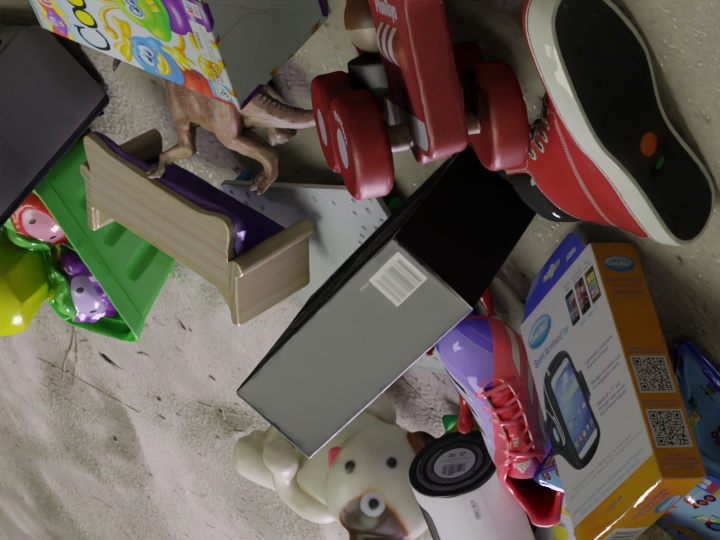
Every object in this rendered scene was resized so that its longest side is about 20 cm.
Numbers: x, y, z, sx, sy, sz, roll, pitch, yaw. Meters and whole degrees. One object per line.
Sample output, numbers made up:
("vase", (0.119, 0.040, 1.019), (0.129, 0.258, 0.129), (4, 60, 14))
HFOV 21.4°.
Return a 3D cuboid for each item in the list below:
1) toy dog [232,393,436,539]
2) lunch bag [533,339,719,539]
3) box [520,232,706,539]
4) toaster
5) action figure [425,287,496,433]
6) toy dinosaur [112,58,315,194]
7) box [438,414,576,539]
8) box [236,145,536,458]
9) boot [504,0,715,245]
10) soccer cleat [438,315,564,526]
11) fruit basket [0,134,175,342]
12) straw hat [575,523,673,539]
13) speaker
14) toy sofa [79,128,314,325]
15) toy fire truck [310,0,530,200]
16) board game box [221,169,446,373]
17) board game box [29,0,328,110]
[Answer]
("toy dog", (-0.001, 0.176, 1.639), (0.194, 0.140, 0.200), (46, 173, -19))
("lunch bag", (0.254, 0.158, 1.391), (0.200, 0.094, 0.150), (37, 153, -11))
("box", (0.165, 0.076, 1.297), (0.041, 0.201, 0.119), (3, 148, -23))
("toaster", (-0.346, -0.122, 1.643), (0.180, 0.200, 0.119), (10, 145, 48))
("action figure", (0.074, 0.038, 1.454), (0.065, 0.052, 0.201), (-13, 122, 14))
("toy dinosaur", (-0.113, -0.139, 1.433), (0.199, 0.086, 0.136), (13, 136, 35))
("box", (0.141, 0.191, 1.601), (0.199, 0.048, 0.118), (14, 132, 52))
("box", (0.018, 0.022, 1.347), (0.079, 0.141, 0.200), (41, 129, -6))
("boot", (0.120, -0.098, 1.186), (0.144, 0.073, 0.200), (13, 146, 47))
("soccer cleat", (0.113, 0.112, 1.433), (0.066, 0.077, 0.200), (-17, 134, 11))
("fruit basket", (-0.302, -0.006, 1.761), (0.155, 0.216, 0.216), (11, 141, 47))
("straw hat", (0.195, 0.228, 1.391), (0.201, 0.200, 0.086), (-7, 110, 57))
("speaker", (0.106, 0.231, 1.561), (0.081, 0.081, 0.201), (14, 137, 43))
("toy sofa", (-0.133, -0.050, 1.535), (0.199, 0.083, 0.098), (30, 135, 35))
("toy fire truck", (0.025, -0.145, 1.184), (0.200, 0.111, 0.169), (-127, 26, -72))
("board game box", (0.000, 0.000, 1.551), (0.199, 0.026, 0.200), (6, 137, 50))
("board game box", (-0.138, -0.209, 1.326), (0.199, 0.105, 0.103), (25, 150, 32))
